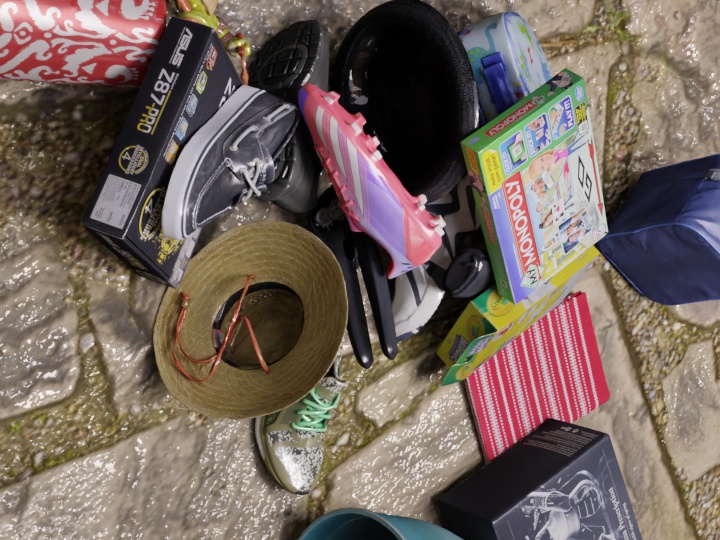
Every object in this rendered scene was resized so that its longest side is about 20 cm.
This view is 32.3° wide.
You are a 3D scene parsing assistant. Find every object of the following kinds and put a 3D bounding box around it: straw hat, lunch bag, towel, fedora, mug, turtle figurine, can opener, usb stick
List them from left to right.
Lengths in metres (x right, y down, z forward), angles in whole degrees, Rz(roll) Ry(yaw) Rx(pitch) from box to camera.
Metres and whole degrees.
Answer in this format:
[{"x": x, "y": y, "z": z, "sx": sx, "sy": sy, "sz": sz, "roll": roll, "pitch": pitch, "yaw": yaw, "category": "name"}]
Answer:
[{"x": -0.269, "y": -0.238, "z": 1.043, "sx": 0.199, "sy": 0.133, "sz": 0.179, "roll": 2, "pitch": 112, "yaw": -37, "category": "mug"}, {"x": -0.141, "y": -0.266, "z": 1.157, "sx": 0.200, "sy": 0.064, "sz": 0.162, "roll": 55, "pitch": 42, "yaw": -55, "category": "turtle figurine"}, {"x": -0.089, "y": 0.057, "z": 1.180, "sx": 0.085, "sy": 0.200, "sz": 0.203, "roll": 41, "pitch": 66, "yaw": -62, "category": "straw hat"}, {"x": 0.000, "y": 0.000, "z": 1.215, "sx": 0.078, "sy": 0.063, "sz": 0.201, "roll": 30, "pitch": 36, "yaw": -51, "category": "can opener"}, {"x": 0.062, "y": -0.165, "z": 1.232, "sx": 0.091, "sy": 0.199, "sz": 0.203, "roll": -9, "pitch": 96, "yaw": -49, "category": "fedora"}, {"x": 0.130, "y": 0.006, "z": 1.311, "sx": 0.056, "sy": 0.033, "sz": 0.200, "roll": -57, "pitch": 163, "yaw": 9, "category": "usb stick"}, {"x": 0.164, "y": -0.172, "z": 1.317, "sx": 0.201, "sy": 0.082, "sz": 0.161, "roll": 68, "pitch": 18, "yaw": -6, "category": "lunch bag"}, {"x": 0.203, "y": 0.123, "z": 1.436, "sx": 0.199, "sy": 0.022, "sz": 0.146, "roll": -24, "pitch": 106, "yaw": -29, "category": "towel"}, {"x": 0.396, "y": -0.055, "z": 1.456, "sx": 0.136, "sy": 0.199, "sz": 0.133, "roll": 44, "pitch": 65, "yaw": -20, "category": "lunch bag"}]

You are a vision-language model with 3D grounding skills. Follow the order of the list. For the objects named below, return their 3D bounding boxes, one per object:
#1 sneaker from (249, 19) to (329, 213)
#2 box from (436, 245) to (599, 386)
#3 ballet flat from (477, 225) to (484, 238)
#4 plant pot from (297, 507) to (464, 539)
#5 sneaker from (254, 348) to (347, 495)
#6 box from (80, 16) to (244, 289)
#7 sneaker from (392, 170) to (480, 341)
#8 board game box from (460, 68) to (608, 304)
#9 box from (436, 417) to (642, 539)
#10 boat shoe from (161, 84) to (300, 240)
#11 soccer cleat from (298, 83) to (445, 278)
[{"x": -0.064, "y": -0.150, "z": 1.230, "sx": 0.091, "sy": 0.075, "sz": 0.202, "roll": 36, "pitch": 60, "yaw": -56, "category": "sneaker"}, {"x": 0.161, "y": 0.042, "z": 1.339, "sx": 0.200, "sy": 0.118, "sz": 0.048, "roll": -36, "pitch": 74, "yaw": -33, "category": "box"}, {"x": 0.120, "y": -0.103, "z": 1.360, "sx": 0.200, "sy": 0.072, "sz": 0.072, "roll": 48, "pitch": 66, "yaw": -24, "category": "ballet flat"}, {"x": 0.053, "y": 0.339, "z": 1.245, "sx": 0.187, "sy": 0.199, "sz": 0.202, "roll": 11, "pitch": 85, "yaw": -45, "category": "plant pot"}, {"x": -0.050, "y": 0.123, "z": 1.225, "sx": 0.076, "sy": 0.088, "sz": 0.202, "roll": 3, "pitch": 89, "yaw": -33, "category": "sneaker"}, {"x": -0.168, "y": -0.100, "z": 1.113, "sx": 0.049, "sy": 0.161, "sz": 0.201, "roll": 18, "pitch": 77, "yaw": 11, "category": "box"}, {"x": 0.043, "y": -0.036, "z": 1.300, "sx": 0.129, "sy": 0.080, "sz": 0.200, "roll": 27, "pitch": 103, "yaw": -4, "category": "sneaker"}, {"x": 0.174, "y": -0.078, "z": 1.216, "sx": 0.134, "sy": 0.029, "sz": 0.201, "roll": -36, "pitch": 134, "yaw": -18, "category": "board game box"}, {"x": 0.208, "y": 0.301, "z": 1.382, "sx": 0.181, "sy": 0.104, "sz": 0.201, "roll": -30, "pitch": 110, "yaw": -26, "category": "box"}, {"x": -0.110, "y": -0.093, "z": 1.103, "sx": 0.200, "sy": 0.067, "sz": 0.072, "roll": -60, "pitch": 163, "yaw": -48, "category": "boat shoe"}, {"x": -0.002, "y": -0.084, "z": 1.167, "sx": 0.076, "sy": 0.067, "sz": 0.200, "roll": -38, "pitch": 99, "yaw": 14, "category": "soccer cleat"}]
